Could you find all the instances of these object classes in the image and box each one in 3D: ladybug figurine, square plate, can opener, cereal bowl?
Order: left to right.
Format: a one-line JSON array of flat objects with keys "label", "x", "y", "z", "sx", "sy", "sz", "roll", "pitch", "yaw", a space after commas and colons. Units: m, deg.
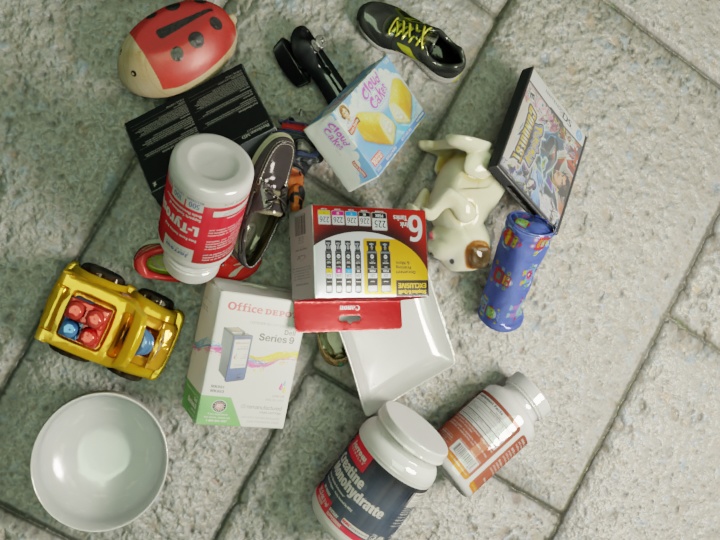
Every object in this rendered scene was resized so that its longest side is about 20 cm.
[{"label": "cereal bowl", "x": -0.382, "y": 0.276, "z": 1.200, "sx": 0.195, "sy": 0.083, "sz": 0.205, "roll": 0, "pitch": 92, "yaw": -12}, {"label": "ladybug figurine", "x": -0.271, "y": -0.338, "z": 1.196, "sx": 0.198, "sy": 0.072, "sz": 0.136, "roll": -35, "pitch": 74, "yaw": -15}, {"label": "can opener", "x": -0.051, "y": -0.296, "z": 1.277, "sx": 0.201, "sy": 0.078, "sz": 0.064, "roll": 50, "pitch": 43, "yaw": -12}, {"label": "square plate", "x": 0.050, "y": 0.098, "z": 1.290, "sx": 0.198, "sy": 0.028, "sz": 0.202, "roll": -25, "pitch": 102, "yaw": -31}]

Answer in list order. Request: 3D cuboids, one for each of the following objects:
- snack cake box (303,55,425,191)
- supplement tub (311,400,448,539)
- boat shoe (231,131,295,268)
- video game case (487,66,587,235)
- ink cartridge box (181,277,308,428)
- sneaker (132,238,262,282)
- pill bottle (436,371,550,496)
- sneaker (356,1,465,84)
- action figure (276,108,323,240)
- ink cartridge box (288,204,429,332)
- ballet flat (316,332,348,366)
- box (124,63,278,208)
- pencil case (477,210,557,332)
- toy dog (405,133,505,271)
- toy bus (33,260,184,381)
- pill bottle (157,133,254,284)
[{"label": "snack cake box", "x": 0.011, "y": -0.225, "z": 1.222, "sx": 0.116, "sy": 0.067, "sz": 0.201, "roll": 53, "pitch": 43, "yaw": -17}, {"label": "supplement tub", "x": 0.029, "y": 0.319, "z": 1.242, "sx": 0.139, "sy": 0.141, "sz": 0.202, "roll": 33, "pitch": 101, "yaw": -11}, {"label": "boat shoe", "x": -0.135, "y": -0.096, "z": 1.157, "sx": 0.071, "sy": 0.065, "sz": 0.203, "roll": 8, "pitch": 115, "yaw": -43}, {"label": "video game case", "x": 0.290, "y": -0.191, "z": 1.299, "sx": 0.180, "sy": 0.025, "sz": 0.203, "roll": 40, "pitch": 61, "yaw": -33}, {"label": "ink cartridge box", "x": -0.173, "y": 0.125, "z": 1.211, "sx": 0.143, "sy": 0.087, "sz": 0.204, "roll": 10, "pitch": 96, "yaw": -28}, {"label": "sneaker", "x": -0.244, "y": -0.007, "z": 1.219, "sx": 0.195, "sy": 0.085, "sz": 0.079, "roll": -3, "pitch": 102, "yaw": -10}, {"label": "pill bottle", "x": 0.210, "y": 0.262, "z": 1.316, "sx": 0.199, "sy": 0.112, "sz": 0.113, "roll": -39, "pitch": 99, "yaw": -9}, {"label": "sneaker", "x": 0.088, "y": -0.374, "z": 1.284, "sx": 0.197, "sy": 0.085, "sz": 0.076, "roll": 26, "pitch": 86, "yaw": -12}, {"label": "action figure", "x": -0.136, "y": -0.161, "z": 1.256, "sx": 0.197, "sy": 0.105, "sz": 0.197, "roll": 21, "pitch": 80, "yaw": 18}, {"label": "ink cartridge box", "x": 0.000, "y": 0.000, "z": 1.198, "sx": 0.196, "sy": 0.083, "sz": 0.180, "roll": 0, "pitch": 85, "yaw": -30}, {"label": "ballet flat", "x": -0.050, "y": 0.054, "z": 1.276, "sx": 0.069, "sy": 0.065, "sz": 0.204, "roll": -17, "pitch": 94, "yaw": -7}, {"label": "box", "x": -0.226, "y": -0.190, "z": 1.183, "sx": 0.197, "sy": 0.079, "sz": 0.143, "roll": -27, "pitch": 59, "yaw": -3}, {"label": "pencil case", "x": 0.249, "y": 0.000, "z": 1.290, "sx": 0.086, "sy": 0.078, "sz": 0.203, "roll": -20, "pitch": 135, "yaw": -40}, {"label": "toy dog", "x": 0.164, "y": -0.100, "z": 1.298, "sx": 0.191, "sy": 0.139, "sz": 0.205, "roll": 8, "pitch": 91, "yaw": -32}, {"label": "toy bus", "x": -0.356, "y": 0.079, "z": 1.147, "sx": 0.197, "sy": 0.192, "sz": 0.138, "roll": 25, "pitch": 85, "yaw": -13}, {"label": "pill bottle", "x": -0.217, "y": -0.077, "z": 1.104, "sx": 0.110, "sy": 0.201, "sz": 0.114, "roll": 11, "pitch": 48, "yaw": -13}]
